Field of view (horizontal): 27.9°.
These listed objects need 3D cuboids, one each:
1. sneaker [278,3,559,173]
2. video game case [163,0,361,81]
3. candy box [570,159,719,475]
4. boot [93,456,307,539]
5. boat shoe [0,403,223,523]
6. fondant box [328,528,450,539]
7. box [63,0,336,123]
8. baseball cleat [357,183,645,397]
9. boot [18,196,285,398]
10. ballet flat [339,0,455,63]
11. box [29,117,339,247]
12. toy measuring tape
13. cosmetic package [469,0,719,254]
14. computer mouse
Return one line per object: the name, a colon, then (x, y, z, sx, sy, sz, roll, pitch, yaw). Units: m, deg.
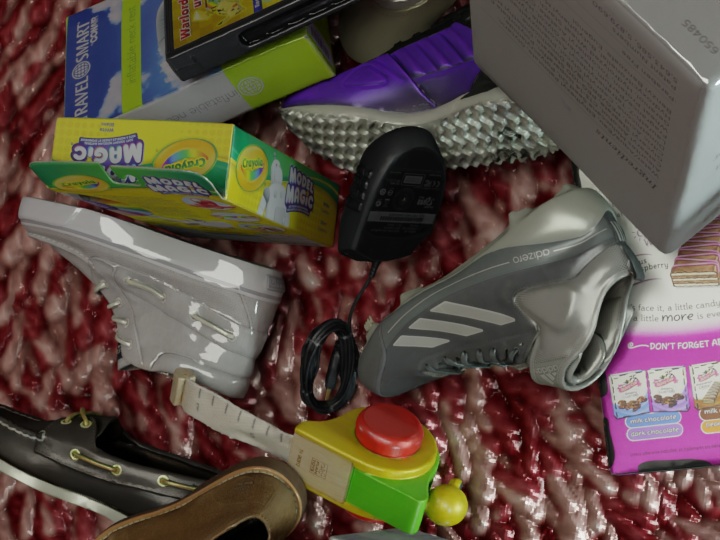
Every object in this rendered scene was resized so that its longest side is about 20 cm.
sneaker: (0.047, -0.118, 0.904, 0.200, 0.070, 0.100, 0, 60, 31)
video game case: (-0.042, -0.224, 0.913, 0.180, 0.026, 0.200, -21, 47, 15)
candy box: (0.202, 0.012, 0.833, 0.136, 0.061, 0.200, -8, 82, 19)
boot: (-0.123, 0.186, 0.866, 0.200, 0.075, 0.074, -37, 98, 19)
boat shoe: (-0.168, 0.125, 0.945, 0.201, 0.072, 0.061, 23, 95, 12)
fondant box: (0.090, 0.197, 0.807, 0.200, 0.144, 0.058, 13, 87, 20)
box: (-0.118, -0.142, 0.947, 0.200, 0.048, 0.122, -21, 50, 16)
baseball cleat: (0.076, 0.039, 0.833, 0.200, 0.070, 0.107, -44, 58, 35)
boot: (-0.151, 0.018, 0.950, 0.200, 0.074, 0.096, 18, 90, 23)
ballet flat: (0.052, -0.215, 0.909, 0.200, 0.069, 0.069, -46, 72, 9)
box: (-0.101, -0.053, 0.872, 0.117, 0.200, 0.048, 4, 86, 19)
toy measuring tape: (-0.020, 0.102, 0.894, 0.200, 0.074, 0.074, 25, 92, 19)
cosmetic package: (0.164, -0.146, 0.721, 0.165, 0.200, 0.165, -39, 71, -9)
computer mouse: (0.000, 0.000, 0.892, 0.034, 0.059, 0.200, 44, 121, 45)
